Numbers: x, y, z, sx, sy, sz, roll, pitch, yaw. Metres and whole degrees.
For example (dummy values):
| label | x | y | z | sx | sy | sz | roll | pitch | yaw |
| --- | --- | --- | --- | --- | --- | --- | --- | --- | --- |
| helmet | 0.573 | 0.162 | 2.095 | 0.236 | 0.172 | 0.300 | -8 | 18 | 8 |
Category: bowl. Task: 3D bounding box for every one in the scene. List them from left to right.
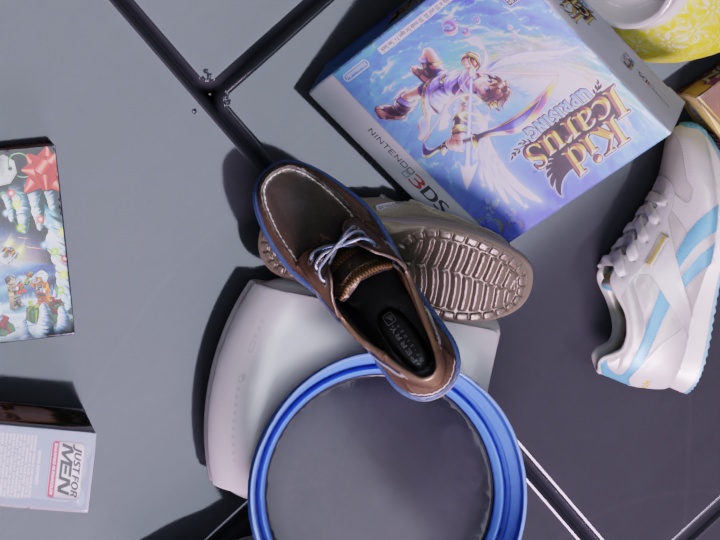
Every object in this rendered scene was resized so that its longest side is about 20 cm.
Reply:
| label | x | y | z | sx | sy | sz | roll | pitch | yaw |
| --- | --- | --- | --- | --- | --- | --- | --- | --- | --- |
| bowl | 0.017 | 0.157 | 1.732 | 0.200 | 0.039 | 0.201 | 0 | 88 | -13 |
| bowl | 0.197 | -0.224 | 1.716 | 0.200 | 0.108 | 0.201 | 12 | 122 | 20 |

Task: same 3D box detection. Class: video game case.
| label | x | y | z | sx | sy | sz | roll | pitch | yaw |
| --- | --- | --- | --- | --- | --- | --- | --- | --- | --- |
| video game case | 0.094 | -0.121 | 1.732 | 0.181 | 0.045 | 0.200 | 44 | 129 | -14 |

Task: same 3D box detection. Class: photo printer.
| label | x | y | z | sx | sy | sz | roll | pitch | yaw |
| --- | --- | --- | --- | --- | --- | --- | --- | --- | --- |
| photo printer | -0.011 | 0.095 | 1.788 | 0.199 | 0.069 | 0.167 | 11 | 95 | -13 |

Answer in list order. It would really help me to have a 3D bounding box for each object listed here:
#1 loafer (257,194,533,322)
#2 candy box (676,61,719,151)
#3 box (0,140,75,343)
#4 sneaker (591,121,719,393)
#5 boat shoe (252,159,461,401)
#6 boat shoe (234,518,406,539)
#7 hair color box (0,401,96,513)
| label | x | y | z | sx | sy | sz | roll | pitch | yaw |
| --- | --- | --- | --- | --- | --- | --- | --- | --- | --- |
| loafer | 0.027 | -0.019 | 1.769 | 0.199 | 0.068 | 0.076 | 14 | 117 | -5 |
| candy box | 0.339 | -0.083 | 1.842 | 0.117 | 0.056 | 0.200 | -36 | 102 | -4 |
| box | -0.306 | -0.012 | 1.729 | 0.199 | 0.040 | 0.137 | -7 | 98 | -10 |
| sneaker | 0.221 | -0.011 | 1.818 | 0.081 | 0.077 | 0.201 | 7 | 94 | -10 |
| boat shoe | 0.000 | 0.000 | 1.685 | 0.072 | 0.072 | 0.200 | -42 | 83 | -3 |
| boat shoe | -0.063 | 0.210 | 1.784 | 0.199 | 0.062 | 0.073 | -15 | 112 | 1 |
| hair color box | -0.290 | 0.123 | 1.720 | 0.199 | 0.099 | 0.061 | 7 | 96 | -12 |
